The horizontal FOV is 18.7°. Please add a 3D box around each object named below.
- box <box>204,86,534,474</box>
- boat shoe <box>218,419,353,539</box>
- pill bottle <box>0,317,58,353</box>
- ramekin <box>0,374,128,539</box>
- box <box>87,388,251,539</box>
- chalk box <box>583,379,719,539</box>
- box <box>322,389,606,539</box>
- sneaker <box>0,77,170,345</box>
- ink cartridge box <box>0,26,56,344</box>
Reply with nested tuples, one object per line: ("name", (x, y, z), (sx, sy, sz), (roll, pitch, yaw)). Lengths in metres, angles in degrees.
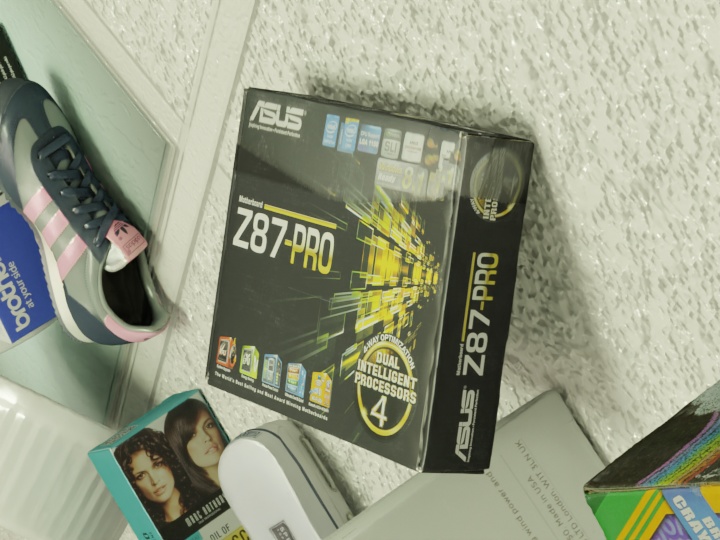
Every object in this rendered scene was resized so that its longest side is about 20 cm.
("box", (0.000, 0.000, 1.086), (0.200, 0.049, 0.162), (18, 101, 54))
("boat shoe", (-0.018, 0.187, 1.402), (0.073, 0.065, 0.201), (-22, 93, 33))
("pill bottle", (-0.296, -0.040, 1.585), (0.111, 0.111, 0.201), (-3, 117, 62))
("ramekin", (-0.252, 0.143, 1.626), (0.199, 0.098, 0.201), (25, 171, 4))
("box", (-0.104, 0.191, 1.540), (0.201, 0.082, 0.049), (60, 153, -7))
("chalk box", (0.203, 0.101, 0.829), (0.124, 0.124, 0.200), (61, 156, -8))
("box", (0.061, 0.204, 1.119), (0.200, 0.199, 0.131), (56, 153, 2))
("sneaker", (-0.181, -0.039, 1.450), (0.082, 0.070, 0.201), (5, 128, 39))
("ink cartridge box", (-0.252, -0.060, 1.503), (0.044, 0.094, 0.201), (12, 129, 56))
